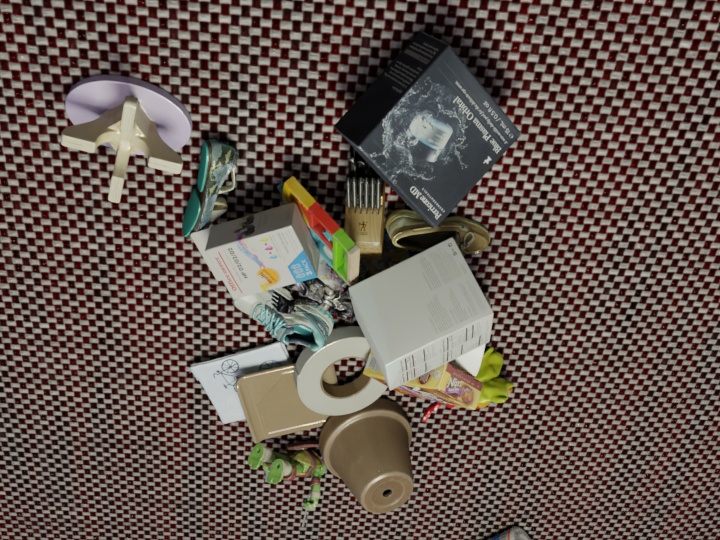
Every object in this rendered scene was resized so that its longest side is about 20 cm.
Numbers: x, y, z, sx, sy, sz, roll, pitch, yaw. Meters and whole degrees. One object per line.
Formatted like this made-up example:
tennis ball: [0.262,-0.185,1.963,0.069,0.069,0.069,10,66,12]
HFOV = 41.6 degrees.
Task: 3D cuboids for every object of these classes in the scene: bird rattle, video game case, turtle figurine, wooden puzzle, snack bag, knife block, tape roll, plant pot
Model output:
bird rattle: [0.219,0.248,1.880,0.198,0.114,0.162,-33,151,24]
video game case: [0.000,0.000,1.726,0.196,0.018,0.145,-13,130,10]
turtle figurine: [-0.157,0.444,1.995,0.199,0.146,0.193,-34,146,18]
wooden puzzle: [-0.139,0.254,1.903,0.196,0.037,0.187,-16,129,-5]
snack bag: [-0.221,0.229,1.909,0.196,0.022,0.190,-15,130,8]
knife block: [0.010,-0.122,1.595,0.063,0.179,0.200,4,169,4]
tape roll: [-0.032,0.197,1.847,0.199,0.037,0.206,-10,129,-13]
plant pot: [0.030,0.390,1.924,0.196,0.176,0.203,-11,127,-14]

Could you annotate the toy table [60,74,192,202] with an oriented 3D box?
toy table: [-0.366,-0.212,1.475,0.196,0.118,0.186,4,131,-6]

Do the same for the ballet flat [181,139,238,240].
ballet flat: [-0.247,-0.127,1.585,0.073,0.075,0.202,14,132,-13]

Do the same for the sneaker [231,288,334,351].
sneaker: [-0.145,0.085,1.742,0.197,0.087,0.078,20,130,-6]

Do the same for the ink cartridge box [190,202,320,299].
ink cartridge box: [-0.179,-0.026,1.574,0.196,0.068,0.116,-15,128,15]

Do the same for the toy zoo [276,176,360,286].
toy zoo: [-0.073,-0.073,1.570,0.020,0.200,0.132,-38,163,-17]

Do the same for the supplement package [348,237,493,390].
supplement package: [0.103,0.076,1.613,0.197,0.154,0.151,-25,158,-5]

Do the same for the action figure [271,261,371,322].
action figure: [-0.055,0.030,1.677,0.197,0.102,0.120,1,128,-38]

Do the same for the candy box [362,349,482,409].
candy box: [0.114,0.200,1.756,0.198,0.057,0.116,3,159,47]

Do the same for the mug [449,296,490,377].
mug: [0.148,0.124,1.758,0.150,0.150,0.189,11,124,0]

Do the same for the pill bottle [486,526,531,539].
pill bottle: [0.315,0.702,2.265,0.199,0.113,0.112,-34,123,26]

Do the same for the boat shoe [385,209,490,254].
boat shoe: [0.139,-0.054,1.643,0.197,0.064,0.074,13,128,-24]

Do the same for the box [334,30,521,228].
box: [0.102,-0.212,1.439,0.200,0.118,0.196,-47,121,3]
